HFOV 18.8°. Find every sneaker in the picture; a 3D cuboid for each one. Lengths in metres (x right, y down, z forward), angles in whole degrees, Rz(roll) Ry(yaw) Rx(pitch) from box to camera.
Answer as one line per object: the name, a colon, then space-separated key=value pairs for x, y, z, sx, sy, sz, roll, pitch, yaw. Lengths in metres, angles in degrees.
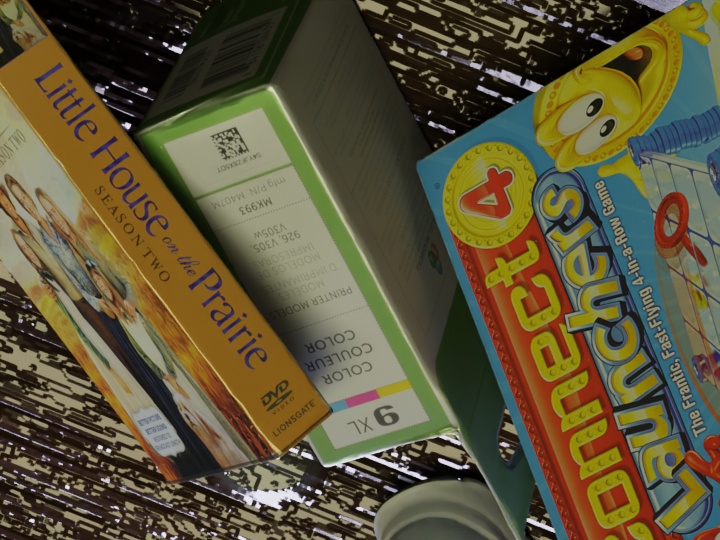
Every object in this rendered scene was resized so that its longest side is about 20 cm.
sneaker: x=0.071 y=0.179 z=0.901 sx=0.074 sy=0.087 sz=0.200 roll=-36 pitch=109 yaw=26

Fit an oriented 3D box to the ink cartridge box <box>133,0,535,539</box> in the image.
ink cartridge box: x=0.000 y=0.000 z=0.799 sx=0.059 sy=0.104 sz=0.200 roll=-19 pitch=115 yaw=22

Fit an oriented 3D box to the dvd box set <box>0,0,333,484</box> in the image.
dvd box set: x=-0.100 y=-0.014 z=0.782 sx=0.200 sy=0.029 sz=0.146 roll=54 pitch=159 yaw=-6

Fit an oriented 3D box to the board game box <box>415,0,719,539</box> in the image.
board game box: x=0.140 y=0.007 z=0.733 sx=0.196 sy=0.056 sz=0.201 roll=-30 pitch=69 yaw=26
